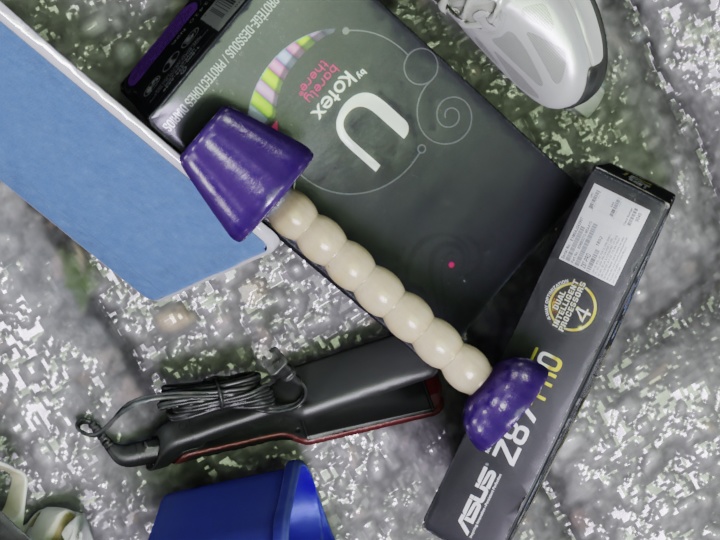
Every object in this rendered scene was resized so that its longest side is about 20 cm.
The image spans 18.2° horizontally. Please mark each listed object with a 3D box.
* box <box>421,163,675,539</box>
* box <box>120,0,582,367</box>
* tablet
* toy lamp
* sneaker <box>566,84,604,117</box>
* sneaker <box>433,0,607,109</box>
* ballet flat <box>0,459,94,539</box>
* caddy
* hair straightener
[{"bbox_3d":[0.103,0.043,1.171,0.049,0.161,0.201,26,98,9],"label":"box"},{"bbox_3d":[-0.006,-0.067,1.145,0.200,0.106,0.122,40,92,-20],"label":"box"},{"bbox_3d":[-0.143,-0.060,1.109,0.200,0.130,0.014,40,58,-20],"label":"tablet"},{"bbox_3d":[0.000,0.000,1.062,0.200,0.058,0.058,40,91,-6],"label":"toy lamp"},{"bbox_3d":[0.075,-0.169,1.159,0.082,0.074,0.200,-41,110,3],"label":"sneaker"},{"bbox_3d":[0.024,-0.141,1.063,0.115,0.076,0.201,-39,92,-38],"label":"sneaker"},{"bbox_3d":[-0.176,0.143,1.163,0.200,0.068,0.069,50,55,-42],"label":"ballet flat"},{"bbox_3d":[-0.044,0.182,1.156,0.104,0.200,0.143,-10,106,6],"label":"caddy"},{"bbox_3d":[-0.054,0.061,1.192,0.198,0.041,0.077,-9,139,-5],"label":"hair straightener"}]
